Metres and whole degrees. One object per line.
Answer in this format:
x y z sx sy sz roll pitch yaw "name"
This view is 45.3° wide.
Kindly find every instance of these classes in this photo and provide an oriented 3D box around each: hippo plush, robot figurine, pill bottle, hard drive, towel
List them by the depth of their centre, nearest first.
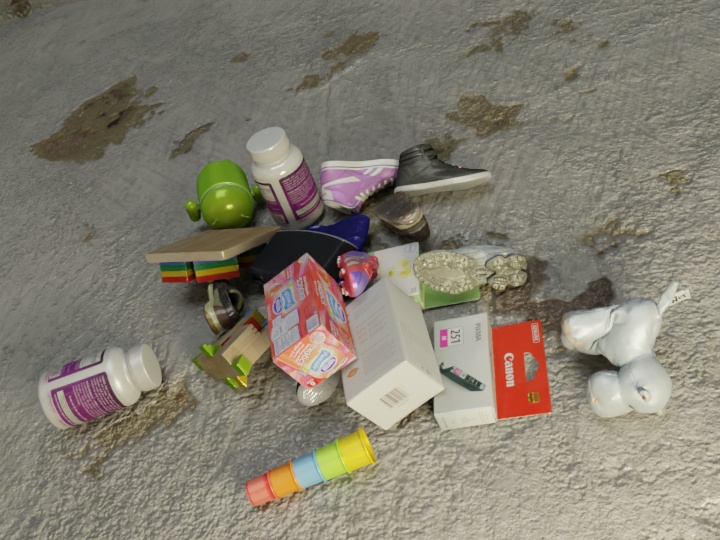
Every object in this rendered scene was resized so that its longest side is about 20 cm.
0.395 0.131 1.243 0.199 0.159 0.162 -19 68 28 "hippo plush"
-0.469 0.205 1.565 0.199 0.113 0.112 -20 39 4 "pill bottle"
-0.115 -0.021 1.637 0.199 0.042 0.135 9 52 40 "hard drive"
-0.059 -0.017 1.672 0.147 0.050 0.201 -12 41 24 "towel"
-0.158 -0.190 1.774 0.112 0.200 0.113 -13 40 11 "pill bottle"
-0.297 -0.162 1.888 0.175 0.116 0.200 -14 39 -7 "robot figurine"

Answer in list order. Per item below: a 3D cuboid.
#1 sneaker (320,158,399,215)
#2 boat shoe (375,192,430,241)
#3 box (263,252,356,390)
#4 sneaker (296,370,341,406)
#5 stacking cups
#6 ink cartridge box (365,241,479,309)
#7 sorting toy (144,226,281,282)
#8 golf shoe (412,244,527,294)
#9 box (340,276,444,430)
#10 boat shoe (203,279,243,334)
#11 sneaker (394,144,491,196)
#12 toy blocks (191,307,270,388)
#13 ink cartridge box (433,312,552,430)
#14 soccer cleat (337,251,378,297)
0.017 -0.168 1.797 0.199 0.073 0.115 -3 74 0 "sneaker"
0.082 -0.096 1.670 0.074 0.073 0.200 -33 19 1 "boat shoe"
-0.086 0.081 1.401 0.102 0.095 0.200 -36 34 13 "box"
-0.089 0.149 1.480 0.113 0.076 0.200 -4 42 30 "sneaker"
-0.077 0.307 1.310 0.199 0.061 0.061 -25 39 2 "stacking cups"
0.110 0.009 1.558 0.199 0.048 0.146 -14 40 15 "ink cartridge box"
-0.285 -0.028 1.722 0.198 0.070 0.200 -1 15 30 "sorting toy"
0.189 -0.009 1.513 0.199 0.079 0.097 2 22 0 "golf shoe"
0.040 0.130 1.384 0.124 0.097 0.200 -38 35 20 "box"
-0.251 0.063 1.628 0.065 0.073 0.200 -21 22 2 "boat shoe"
0.161 -0.210 1.725 0.199 0.071 0.100 -6 81 20 "sneaker"
-0.205 0.124 1.521 0.137 0.100 0.200 -47 13 -26 "toy blocks"
0.203 0.150 1.359 0.173 0.044 0.200 -12 41 15 "ink cartridge box"
0.000 0.000 1.490 0.076 0.067 0.200 -9 8 -2 "soccer cleat"
